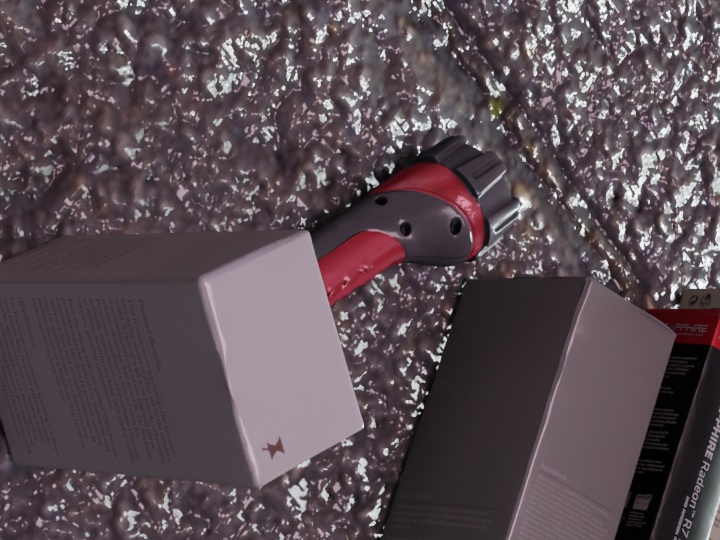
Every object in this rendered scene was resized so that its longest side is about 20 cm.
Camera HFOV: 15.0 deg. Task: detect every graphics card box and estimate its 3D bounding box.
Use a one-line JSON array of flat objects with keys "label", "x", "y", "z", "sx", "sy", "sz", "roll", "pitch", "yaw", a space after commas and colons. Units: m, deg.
[{"label": "graphics card box", "x": 0.146, "y": 0.121, "z": 1.555, "sx": 0.051, "sy": 0.125, "sz": 0.201, "roll": 33, "pitch": 68, "yaw": -36}]

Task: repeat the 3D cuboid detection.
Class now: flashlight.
[{"label": "flashlight", "x": 0.000, "y": 0.000, "z": 1.470, "sx": 0.200, "sy": 0.068, "sz": 0.068, "roll": -37, "pitch": 116, "yaw": -36}]

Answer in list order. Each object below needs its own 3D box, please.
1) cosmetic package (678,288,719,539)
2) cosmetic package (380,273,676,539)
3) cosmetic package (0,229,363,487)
[{"label": "cosmetic package", "x": 0.219, "y": 0.121, "z": 1.652, "sx": 0.105, "sy": 0.071, "sz": 0.201, "roll": 36, "pitch": 67, "yaw": -35}, {"label": "cosmetic package", "x": 0.089, "y": 0.107, "z": 1.520, "sx": 0.090, "sy": 0.107, "sz": 0.201, "roll": 34, "pitch": 71, "yaw": -35}, {"label": "cosmetic package", "x": -0.098, "y": 0.039, "z": 1.297, "sx": 0.071, "sy": 0.199, "sz": 0.102, "roll": -25, "pitch": 107, "yaw": -37}]
